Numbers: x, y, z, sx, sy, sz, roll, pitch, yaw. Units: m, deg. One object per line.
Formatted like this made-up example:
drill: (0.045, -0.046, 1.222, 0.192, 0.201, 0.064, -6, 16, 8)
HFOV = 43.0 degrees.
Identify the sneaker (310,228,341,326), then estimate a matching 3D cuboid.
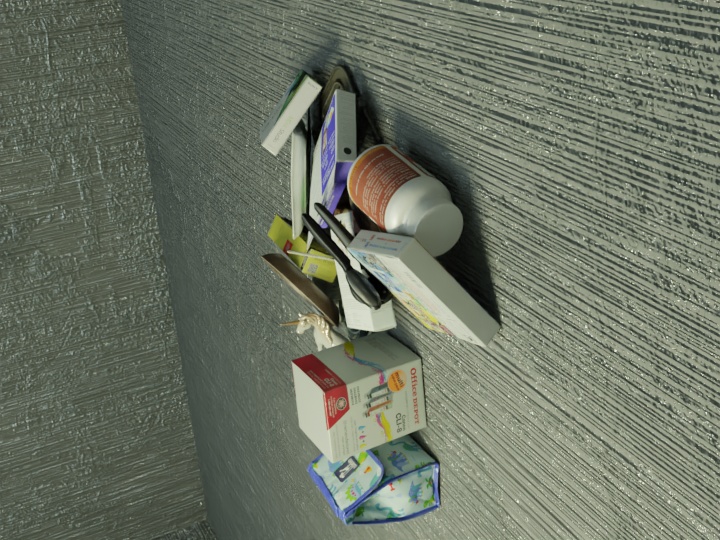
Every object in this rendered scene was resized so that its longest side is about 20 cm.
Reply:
sneaker: (-0.061, 0.019, 1.815, 0.099, 0.074, 0.203, -154, 53, -63)

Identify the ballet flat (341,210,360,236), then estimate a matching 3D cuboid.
ballet flat: (-0.008, -0.073, 1.648, 0.200, 0.067, 0.068, 142, 118, -64)

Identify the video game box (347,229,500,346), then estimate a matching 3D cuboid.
video game box: (0.091, 0.024, 1.359, 0.200, 0.047, 0.182, 44, 166, -22)

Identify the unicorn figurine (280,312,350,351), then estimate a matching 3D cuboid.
unicorn figurine: (-0.062, 0.148, 1.844, 0.138, 0.198, 0.074, 105, -173, -57)

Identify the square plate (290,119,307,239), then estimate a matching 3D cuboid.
square plate: (-0.114, -0.182, 1.724, 0.198, 0.028, 0.203, -94, 5, -71)

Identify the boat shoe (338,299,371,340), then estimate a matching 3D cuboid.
boat shoe: (-0.006, 0.079, 1.739, 0.075, 0.061, 0.201, 63, 155, 23)

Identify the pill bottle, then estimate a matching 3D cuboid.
pill bottle: (0.068, -0.104, 1.379, 0.200, 0.111, 0.113, 47, 145, 50)

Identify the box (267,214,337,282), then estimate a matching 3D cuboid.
box: (-0.109, -0.045, 1.750, 0.051, 0.075, 0.200, -63, 33, 11)

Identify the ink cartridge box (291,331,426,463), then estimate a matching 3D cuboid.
ink cartridge box: (-0.001, 0.221, 1.637, 0.144, 0.198, 0.147, 31, 132, 56)

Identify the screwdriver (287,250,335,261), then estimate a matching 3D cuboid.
screwdriver: (-0.053, -0.019, 1.638, 0.029, 0.199, 0.028, 26, 101, 40)

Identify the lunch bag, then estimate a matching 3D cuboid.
lunch bag: (0.022, 0.377, 1.677, 0.170, 0.198, 0.129, 38, 138, 57)

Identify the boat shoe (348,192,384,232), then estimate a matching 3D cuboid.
boat shoe: (0.036, -0.086, 1.522, 0.074, 0.073, 0.203, 2, 111, 70)

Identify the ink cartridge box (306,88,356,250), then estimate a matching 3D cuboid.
ink cartridge box: (-0.050, -0.166, 1.557, 0.199, 0.043, 0.202, 118, 158, -55)

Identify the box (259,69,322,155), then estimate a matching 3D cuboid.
box: (-0.129, -0.290, 1.653, 0.145, 0.036, 0.200, -54, 16, 8)

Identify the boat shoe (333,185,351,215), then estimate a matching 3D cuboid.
boat shoe: (-0.057, -0.125, 1.720, 0.200, 0.071, 0.073, -1, 103, 67)

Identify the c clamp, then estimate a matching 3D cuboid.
c clamp: (-0.032, -0.269, 1.630, 0.173, 0.027, 0.200, 71, 157, 10)

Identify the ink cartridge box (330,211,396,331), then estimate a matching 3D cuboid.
ink cartridge box: (0.000, 0.000, 1.567, 0.160, 0.047, 0.203, 178, 82, -74)

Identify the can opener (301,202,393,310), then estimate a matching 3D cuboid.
can opener: (-0.019, -0.026, 1.455, 0.201, 0.063, 0.079, 55, 171, 9)

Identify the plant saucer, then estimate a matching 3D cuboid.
plant saucer: (-0.107, 0.031, 1.737, 0.200, 0.032, 0.200, 42, 176, 4)

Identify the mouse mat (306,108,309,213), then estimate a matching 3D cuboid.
mouse mat: (-0.098, -0.197, 1.730, 0.161, 0.007, 0.203, 102, 168, -79)
